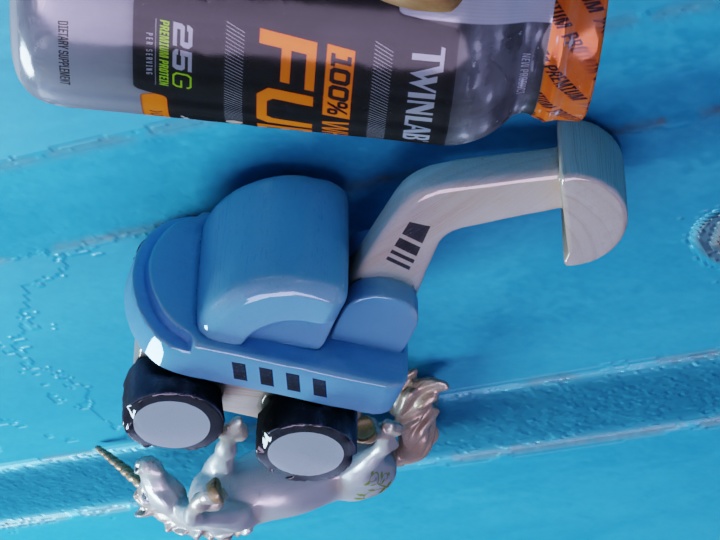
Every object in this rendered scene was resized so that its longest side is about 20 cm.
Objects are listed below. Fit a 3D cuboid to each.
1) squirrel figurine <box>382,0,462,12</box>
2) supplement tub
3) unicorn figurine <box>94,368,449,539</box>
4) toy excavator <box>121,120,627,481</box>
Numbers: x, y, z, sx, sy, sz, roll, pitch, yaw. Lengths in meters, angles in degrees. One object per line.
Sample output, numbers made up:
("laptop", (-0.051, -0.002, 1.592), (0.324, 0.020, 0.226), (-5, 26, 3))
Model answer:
("squirrel figurine", (-0.095, -0.130, 0.602), (0.199, 0.186, 0.142), (22, 127, 36))
("supplement tub", (-0.015, -0.109, 0.769), (0.199, 0.123, 0.123), (6, 148, 0))
("unicorn figurine", (-0.052, 0.104, 1.159), (0.199, 0.074, 0.137), (-2, 159, 2))
("toy excavator", (0.000, 0.000, 0.982), (0.193, 0.100, 0.200), (12, 139, -12))
